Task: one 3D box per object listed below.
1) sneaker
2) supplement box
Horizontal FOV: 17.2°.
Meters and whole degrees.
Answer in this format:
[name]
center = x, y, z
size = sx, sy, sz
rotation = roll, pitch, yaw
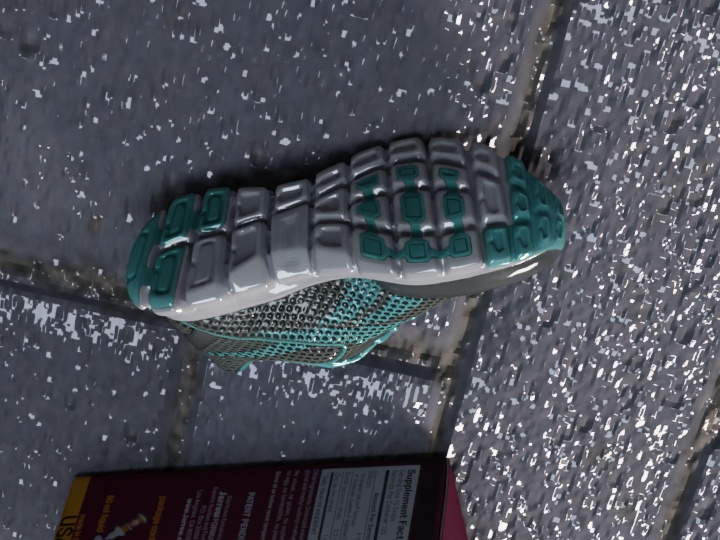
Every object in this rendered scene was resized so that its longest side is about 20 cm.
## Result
[sneaker]
center = 0.000, 0.000, 1.065
size = 0.198, 0.078, 0.091
rotation = -7, 143, 19
[supplement box]
center = -0.046, 0.165, 1.183
size = 0.198, 0.086, 0.111
rotation = -4, 128, 12
